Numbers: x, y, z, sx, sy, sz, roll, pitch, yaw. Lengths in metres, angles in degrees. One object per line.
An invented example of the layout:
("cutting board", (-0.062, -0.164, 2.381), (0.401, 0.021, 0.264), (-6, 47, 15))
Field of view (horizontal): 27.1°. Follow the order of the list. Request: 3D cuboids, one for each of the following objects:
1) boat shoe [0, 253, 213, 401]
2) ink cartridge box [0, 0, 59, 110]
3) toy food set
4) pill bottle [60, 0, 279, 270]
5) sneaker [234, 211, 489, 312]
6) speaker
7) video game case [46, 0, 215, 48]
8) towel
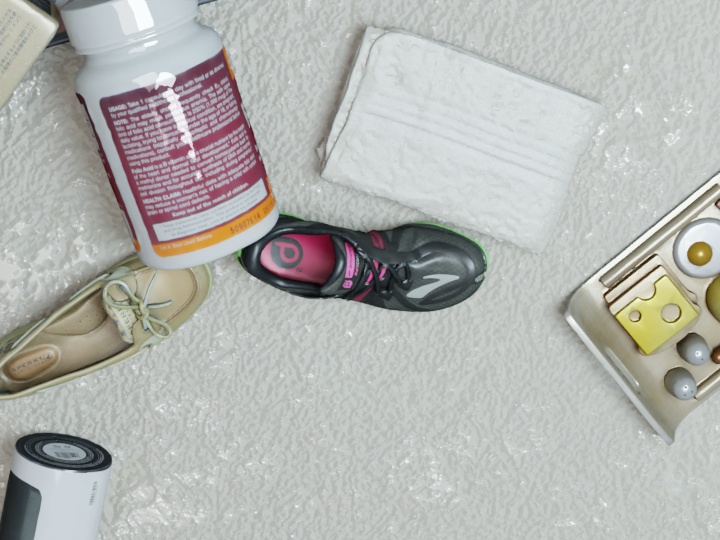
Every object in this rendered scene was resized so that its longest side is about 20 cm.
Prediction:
("boat shoe", (-0.205, 0.047, 1.174), (0.200, 0.063, 0.073), (-32, 100, 5))
("ink cartridge box", (-0.341, -0.151, 1.083), (0.165, 0.075, 0.200), (34, 101, -21))
("toy food set", (0.278, 0.024, 1.178), (0.200, 0.060, 0.144), (-40, 100, 7))
("pill bottle", (-0.142, -0.112, 1.103), (0.114, 0.114, 0.200), (-17, 110, 3))
("sneaker", (0.000, 0.000, 1.156), (0.199, 0.084, 0.077), (3, 104, -1))
("speaker", (-0.257, 0.238, 1.208), (0.081, 0.081, 0.201), (13, 102, -4))
("video game case", (-0.197, -0.273, 1.123), (0.199, 0.026, 0.181), (-15, 102, 2))
("towel", (0.075, -0.102, 1.162), (0.200, 0.034, 0.133), (20, 103, -6))
